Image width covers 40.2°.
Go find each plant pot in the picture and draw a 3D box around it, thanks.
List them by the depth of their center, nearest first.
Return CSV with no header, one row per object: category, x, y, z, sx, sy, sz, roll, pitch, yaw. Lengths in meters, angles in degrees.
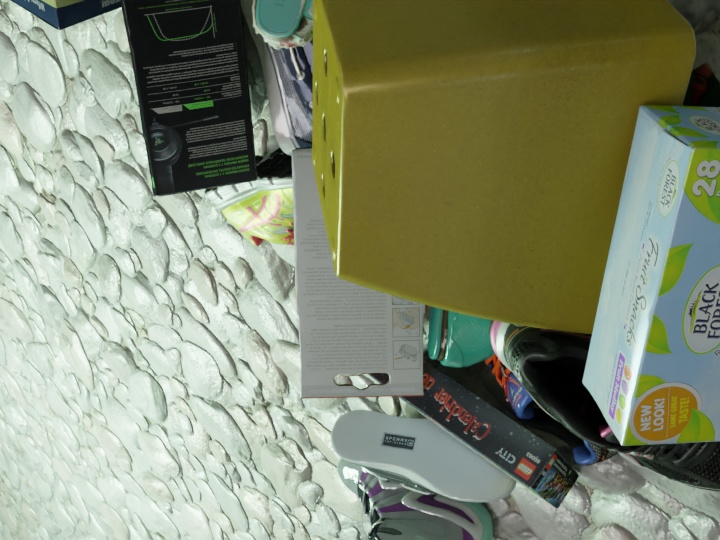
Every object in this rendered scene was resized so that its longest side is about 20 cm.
plant pot,0.062,-0.091,0.602,0.201,0.174,0.202,-105,13,-50

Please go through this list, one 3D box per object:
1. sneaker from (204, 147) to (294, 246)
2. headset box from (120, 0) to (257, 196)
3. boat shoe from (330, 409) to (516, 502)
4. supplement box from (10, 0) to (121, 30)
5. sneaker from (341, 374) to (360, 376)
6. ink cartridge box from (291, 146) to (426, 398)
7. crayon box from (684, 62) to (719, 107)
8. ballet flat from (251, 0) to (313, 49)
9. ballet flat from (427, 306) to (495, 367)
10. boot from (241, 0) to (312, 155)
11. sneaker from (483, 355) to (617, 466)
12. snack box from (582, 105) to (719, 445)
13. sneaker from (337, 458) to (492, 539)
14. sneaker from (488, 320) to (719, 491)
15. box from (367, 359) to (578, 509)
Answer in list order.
sneaker,-0.064,-0.068,0.923,0.199,0.078,0.091,-6,121,55
headset box,-0.153,-0.185,0.848,0.175,0.092,0.202,-115,18,-52
boat shoe,0.066,0.188,0.968,0.198,0.073,0.068,5,155,30
supplement box,-0.289,-0.364,0.893,0.199,0.134,0.202,33,137,28
sneaker,-0.017,0.014,0.902,0.078,0.081,0.202,-127,31,-49
ink cartridge box,0.000,0.000,0.807,0.050,0.107,0.203,-93,3,-82
crayon box,0.222,-0.018,0.655,0.127,0.051,0.201,-29,93,53
ballet flat,-0.034,-0.264,0.730,0.075,0.064,0.202,24,107,14
ballet flat,0.089,-0.026,0.774,0.067,0.069,0.203,172,98,-82
boot,-0.038,-0.198,0.810,0.089,0.073,0.202,-5,110,25
sneaker,0.139,0.079,0.793,0.199,0.078,0.076,36,138,24
snack box,0.233,0.004,0.522,0.068,0.197,0.171,-108,20,-61
sneaker,0.021,0.261,1.003,0.198,0.139,0.079,16,129,39
sneaker,0.170,0.093,0.627,0.198,0.086,0.081,25,108,-3
box,0.089,0.127,0.858,0.199,0.038,0.137,33,174,27
